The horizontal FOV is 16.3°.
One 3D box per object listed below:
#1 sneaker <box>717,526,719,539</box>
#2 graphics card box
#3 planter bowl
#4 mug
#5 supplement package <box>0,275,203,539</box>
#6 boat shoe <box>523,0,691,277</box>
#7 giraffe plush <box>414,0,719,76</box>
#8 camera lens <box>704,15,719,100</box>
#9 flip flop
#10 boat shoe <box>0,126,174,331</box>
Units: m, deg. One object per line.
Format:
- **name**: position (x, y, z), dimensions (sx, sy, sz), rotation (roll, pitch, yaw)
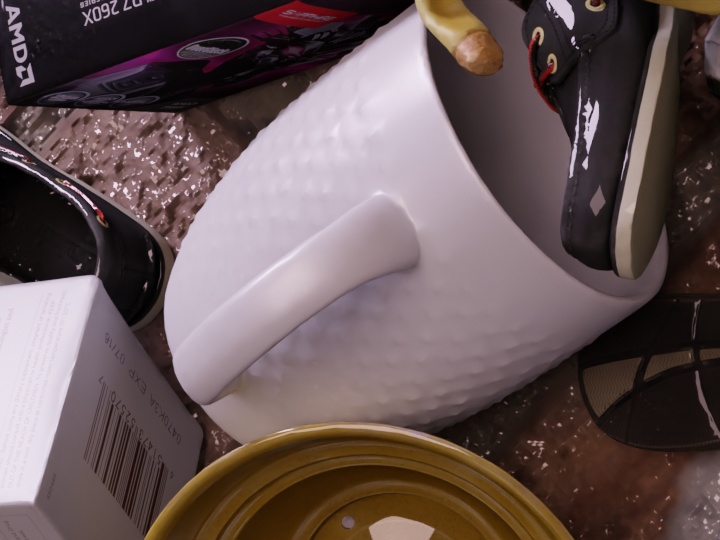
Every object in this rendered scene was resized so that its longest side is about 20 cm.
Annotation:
- **sneaker**: position (0.158, 0.127, 0.926), dimensions (0.074, 0.082, 0.201), rotation (23, 116, 26)
- **graphics card box**: position (-0.040, -0.114, 1.039), dimensions (0.199, 0.125, 0.051), rotation (-15, 84, 31)
- **planter bowl**: position (0.011, 0.144, 1.006), dimensions (0.199, 0.083, 0.202), rotation (3, 106, 12)
- **mug**: position (0.000, 0.000, 0.985), dimensions (0.175, 0.200, 0.148), rotation (-36, 86, 29)
- **supplement package**: position (-0.186, 0.090, 1.076), dimensions (0.199, 0.117, 0.118), rotation (-7, 50, 22)
- **boat shoe**: position (0.093, -0.079, 0.954), dimensions (0.063, 0.074, 0.202), rotation (4, 51, 8)
- **giraffe plush**: position (0.068, -0.184, 0.850), dimensions (0.199, 0.163, 0.173), rotation (-16, 40, 9)
- **camera lens**: position (0.234, -0.108, 0.922), dimensions (0.160, 0.160, 0.201), rotation (34, 96, 23)
- **flip flop**: position (0.178, 0.045, 0.985), dimensions (0.199, 0.057, 0.082), rotation (1, 89, 38)
- **boat shoe**: position (-0.179, -0.030, 1.142), dimensions (0.200, 0.063, 0.074), rotation (25, 94, 26)
